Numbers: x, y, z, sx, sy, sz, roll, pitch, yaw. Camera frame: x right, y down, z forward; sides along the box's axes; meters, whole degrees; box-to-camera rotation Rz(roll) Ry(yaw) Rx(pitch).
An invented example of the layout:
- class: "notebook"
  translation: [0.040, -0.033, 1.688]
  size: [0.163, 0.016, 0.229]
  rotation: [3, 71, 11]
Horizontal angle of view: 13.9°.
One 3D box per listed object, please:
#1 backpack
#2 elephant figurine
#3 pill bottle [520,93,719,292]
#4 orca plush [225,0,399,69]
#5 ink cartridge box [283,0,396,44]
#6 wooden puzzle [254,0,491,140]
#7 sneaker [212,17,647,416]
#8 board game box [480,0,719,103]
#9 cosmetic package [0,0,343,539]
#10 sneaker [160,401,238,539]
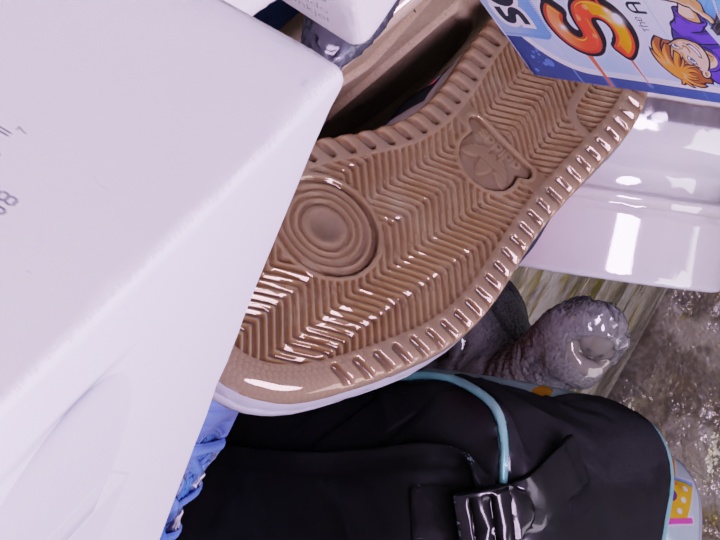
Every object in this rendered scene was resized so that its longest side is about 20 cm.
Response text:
- class: "backpack"
  translation: [0.007, 0.120, 0.953]
  size: [0.153, 0.199, 0.177]
  rotation: [12, 81, -47]
- class: "elephant figurine"
  translation: [0.027, 0.043, 1.218]
  size: [0.142, 0.155, 0.201]
  rotation: [-54, 165, -57]
- class: "pill bottle"
  translation: [0.104, -0.097, 1.121]
  size: [0.114, 0.113, 0.201]
  rotation: [-5, 103, -78]
- class: "orca plush"
  translation: [-0.051, -0.080, 0.728]
  size: [0.201, 0.105, 0.071]
  rotation: [-58, -157, -3]
- class: "ink cartridge box"
  translation: [-0.032, -0.127, 0.537]
  size: [0.067, 0.117, 0.200]
  rotation: [-54, 169, -11]
- class: "wooden puzzle"
  translation: [-0.038, -0.044, 0.853]
  size: [0.185, 0.046, 0.200]
  rotation: [-40, 176, 6]
- class: "sneaker"
  translation: [0.000, 0.000, 0.855]
  size: [0.200, 0.070, 0.109]
  rotation: [-40, 176, -43]
- class: "board game box"
  translation: [0.045, -0.113, 0.640]
  size: [0.035, 0.135, 0.200]
  rotation: [-55, 129, -19]
- class: "cosmetic package"
  translation: [-0.124, 0.049, 0.587]
  size: [0.199, 0.123, 0.201]
  rotation: [-47, 163, -50]
- class: "sneaker"
  translation: [-0.081, 0.080, 0.916]
  size: [0.200, 0.077, 0.076]
  rotation: [-49, 172, 18]
